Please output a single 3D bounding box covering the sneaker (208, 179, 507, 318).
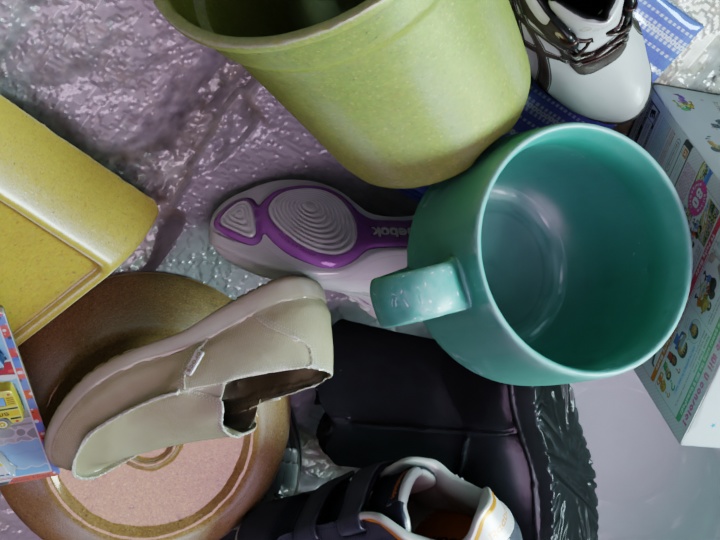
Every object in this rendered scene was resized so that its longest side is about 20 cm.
[{"bbox_3d":[0.000,0.000,1.476,0.200,0.075,0.100,8,143,-9],"label":"sneaker"}]

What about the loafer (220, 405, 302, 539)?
[{"bbox_3d":[-0.074,0.172,1.576,0.072,0.063,0.200,0,123,-15],"label":"loafer"}]

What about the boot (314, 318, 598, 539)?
[{"bbox_3d":[0.062,0.124,1.528,0.168,0.076,0.200,2,121,29],"label":"boot"}]

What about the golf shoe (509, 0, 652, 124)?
[{"bbox_3d":[0.129,-0.148,1.381,0.078,0.095,0.200,-34,129,3],"label":"golf shoe"}]

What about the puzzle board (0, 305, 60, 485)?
[{"bbox_3d":[-0.296,0.094,1.406,0.200,0.017,0.151,-10,134,2],"label":"puzzle board"}]

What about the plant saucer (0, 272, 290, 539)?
[{"bbox_3d":[-0.139,0.102,1.489,0.200,0.035,0.200,-3,104,-14],"label":"plant saucer"}]

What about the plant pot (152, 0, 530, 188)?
[{"bbox_3d":[0.007,-0.150,1.323,0.200,0.200,0.184,-31,137,5],"label":"plant pot"}]

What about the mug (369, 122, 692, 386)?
[{"bbox_3d":[0.091,-0.012,1.384,0.185,0.114,0.152,22,75,-25],"label":"mug"}]

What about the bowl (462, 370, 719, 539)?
[{"bbox_3d":[0.168,0.132,1.581,0.201,0.090,0.201,8,112,19],"label":"bowl"}]

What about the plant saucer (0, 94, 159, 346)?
[{"bbox_3d":[-0.246,-0.005,1.382,0.200,0.048,0.200,-37,139,16],"label":"plant saucer"}]

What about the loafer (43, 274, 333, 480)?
[{"bbox_3d":[-0.102,0.076,1.414,0.200,0.068,0.076,-32,154,7],"label":"loafer"}]

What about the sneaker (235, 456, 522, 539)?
[{"bbox_3d":[0.008,0.158,1.481,0.200,0.078,0.079,1,132,22],"label":"sneaker"}]

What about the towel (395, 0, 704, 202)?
[{"bbox_3d":[0.104,-0.113,1.463,0.145,0.024,0.200,30,110,-31],"label":"towel"}]

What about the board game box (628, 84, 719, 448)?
[{"bbox_3d":[0.216,-0.004,1.459,0.064,0.200,0.148,8,121,-21],"label":"board game box"}]
